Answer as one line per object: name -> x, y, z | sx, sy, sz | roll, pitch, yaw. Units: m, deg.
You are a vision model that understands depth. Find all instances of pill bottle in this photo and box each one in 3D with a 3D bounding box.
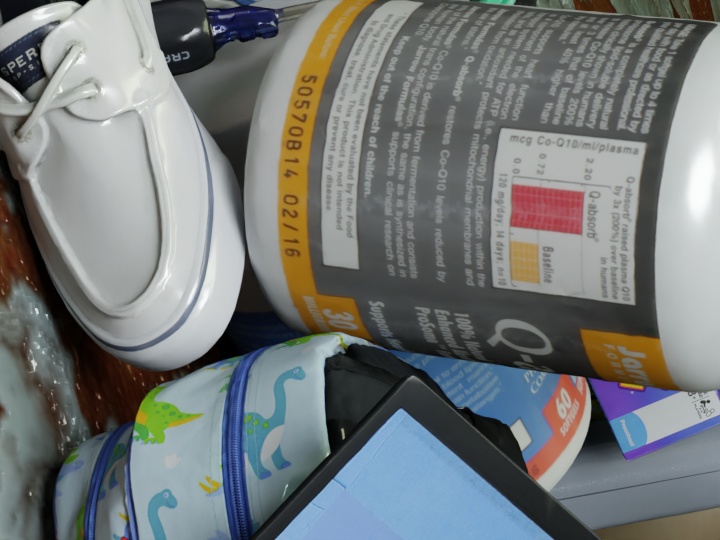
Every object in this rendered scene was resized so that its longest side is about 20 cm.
pill bottle -> 0.000, 0.000, 0.962 | 0.200, 0.112, 0.112 | 59, 20, -32
pill bottle -> 0.073, -0.024, 0.807 | 0.116, 0.200, 0.117 | 8, 90, -67

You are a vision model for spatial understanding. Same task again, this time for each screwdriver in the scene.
screwdriver -> -0.012, -0.087, 0.891 | 0.028, 0.199, 0.029 | -100, -176, -78

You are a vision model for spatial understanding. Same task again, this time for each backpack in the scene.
backpack -> -0.008, 0.100, 0.811 | 0.200, 0.153, 0.164 | 72, 12, -71

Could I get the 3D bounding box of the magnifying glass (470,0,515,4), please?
magnifying glass -> -0.008, -0.129, 0.924 | 0.200, 0.022, 0.080 | 3, 80, -46

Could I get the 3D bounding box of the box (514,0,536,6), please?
box -> 0.052, -0.117, 1.197 | 0.200, 0.047, 0.194 | -81, -179, -59

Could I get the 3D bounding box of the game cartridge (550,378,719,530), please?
game cartridge -> 0.109, 0.069, 1.127 | 0.200, 0.133, 0.041 | -77, 159, -79

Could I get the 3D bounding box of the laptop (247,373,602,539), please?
laptop -> 0.018, 0.168, 0.687 | 0.177, 0.103, 0.200 | 42, 40, -28

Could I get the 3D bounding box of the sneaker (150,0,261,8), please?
sneaker -> -0.019, -0.132, 0.988 | 0.200, 0.089, 0.079 | 7, 54, -47

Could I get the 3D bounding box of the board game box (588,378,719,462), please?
board game box -> 0.108, -0.013, 1.084 | 0.200, 0.045, 0.135 | -57, 124, -76

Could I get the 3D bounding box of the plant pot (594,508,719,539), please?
plant pot -> 0.141, 0.177, 1.092 | 0.200, 0.200, 0.177 | -43, 123, -72

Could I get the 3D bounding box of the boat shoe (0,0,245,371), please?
boat shoe -> -0.097, -0.061, 0.827 | 0.065, 0.073, 0.200 | 29, 34, -58
